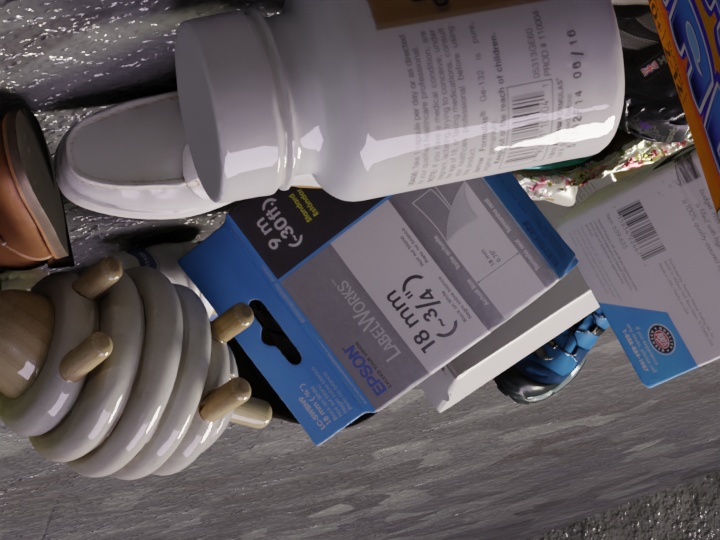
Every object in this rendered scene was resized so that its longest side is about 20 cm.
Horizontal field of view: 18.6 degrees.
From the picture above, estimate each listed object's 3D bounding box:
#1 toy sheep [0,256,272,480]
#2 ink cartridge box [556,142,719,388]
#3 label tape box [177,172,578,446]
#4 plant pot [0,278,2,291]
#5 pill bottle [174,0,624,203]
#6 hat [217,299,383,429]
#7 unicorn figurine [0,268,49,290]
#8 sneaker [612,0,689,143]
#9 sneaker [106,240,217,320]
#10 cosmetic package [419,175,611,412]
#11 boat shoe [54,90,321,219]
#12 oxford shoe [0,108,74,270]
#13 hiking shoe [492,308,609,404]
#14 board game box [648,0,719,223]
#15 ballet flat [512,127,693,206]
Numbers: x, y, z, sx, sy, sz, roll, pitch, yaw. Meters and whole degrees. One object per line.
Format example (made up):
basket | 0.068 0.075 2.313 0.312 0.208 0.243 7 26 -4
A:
toy sheep | -0.134 0.059 1.267 0.200 0.138 0.138 24 146 -28
ink cartridge box | 0.228 -0.026 1.265 0.200 0.116 0.067 -27 -176 35
label tape box | 0.000 0.000 1.246 0.200 0.144 0.063 -37 180 19
plant pot | -0.299 0.105 1.263 0.187 0.200 0.187 -3 169 -1
pill bottle | 0.017 -0.095 1.067 0.200 0.115 0.114 -12 166 -14
hat | -0.014 -0.005 1.345 0.200 0.201 0.081 -19 136 14
unicorn figurine | -0.246 0.041 1.435 0.137 0.074 0.200 -26 179 7
sneaker | 0.143 -0.109 1.196 0.200 0.088 0.076 -14 166 -6
sneaker | -0.165 0.033 1.485 0.088 0.075 0.200 1 151 -28
cosmetic package | 0.117 0.003 1.488 0.200 0.085 0.108 -31 169 -15
boat shoe | -0.062 -0.075 1.144 0.200 0.071 0.069 -8 162 -6
oxford shoe | -0.195 -0.033 1.183 0.071 0.071 0.200 -9 167 -8
hiking shoe | 0.167 0.018 1.668 0.200 0.074 0.087 -46 171 -32
board game box | 0.247 -0.135 0.971 0.200 0.200 0.200 -15 166 -4
ballet flat | 0.145 -0.073 1.352 0.200 0.076 0.064 -13 133 -5
